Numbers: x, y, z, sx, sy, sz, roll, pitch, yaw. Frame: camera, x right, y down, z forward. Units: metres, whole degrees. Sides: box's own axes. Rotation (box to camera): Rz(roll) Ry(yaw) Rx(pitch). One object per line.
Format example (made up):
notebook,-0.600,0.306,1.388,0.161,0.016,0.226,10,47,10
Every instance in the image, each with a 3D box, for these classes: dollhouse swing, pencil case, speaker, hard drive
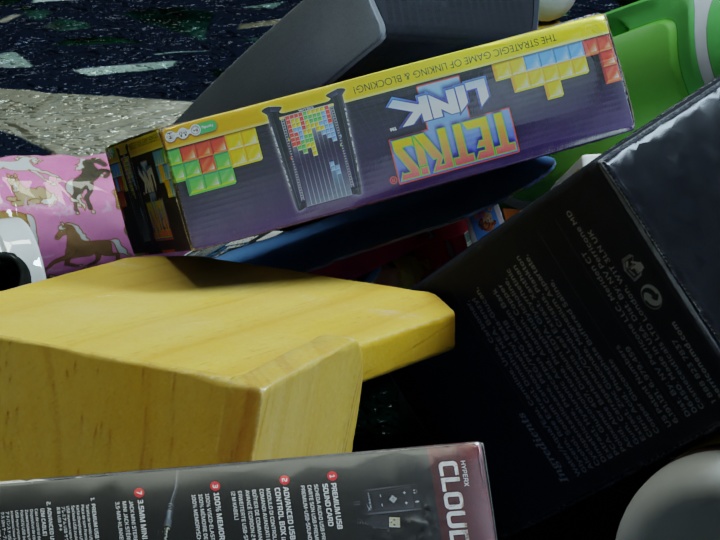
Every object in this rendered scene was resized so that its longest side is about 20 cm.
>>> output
dollhouse swing,-0.078,0.084,1.194,0.199,0.183,0.176,8,-1,32
pencil case,-0.126,-0.032,1.684,0.199,0.083,0.087,-7,39,-21
speaker,0.138,-0.088,1.517,0.088,0.089,0.200,-18,1,-44
hard drive,-0.011,-0.078,1.467,0.135,0.042,0.200,1,-29,-41

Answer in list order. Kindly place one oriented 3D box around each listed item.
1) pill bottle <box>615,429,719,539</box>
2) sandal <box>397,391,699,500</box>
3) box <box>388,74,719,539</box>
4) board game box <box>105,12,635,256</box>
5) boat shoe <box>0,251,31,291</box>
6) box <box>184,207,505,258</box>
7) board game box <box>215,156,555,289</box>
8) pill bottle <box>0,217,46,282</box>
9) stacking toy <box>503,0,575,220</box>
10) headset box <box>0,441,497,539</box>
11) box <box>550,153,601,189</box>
pill bottle,0.192,0.099,1.226,0.109,0.110,0.200,11,21,31
sandal,0.113,0.081,1.407,0.199,0.043,0.076,5,9,30
box,0.139,-0.004,1.261,0.196,0.118,0.200,-32,-3,-36
board game box,0.000,-0.056,1.315,0.199,0.057,0.165,-15,4,-12
boat shoe,-0.184,0.038,1.291,0.074,0.066,0.199,12,18,18
box,-0.029,0.008,1.550,0.158,0.046,0.200,-8,11,24
board game box,0.000,0.000,1.369,0.199,0.039,0.158,-19,8,6
pill bottle,-0.258,0.021,1.478,0.199,0.105,0.104,-8,19,-23
stacking toy,0.090,-0.088,1.658,0.145,0.201,0.146,-1,18,0
headset box,-0.030,0.143,1.009,0.199,0.149,0.077,-4,-20,-13
box,0.198,0.002,1.476,0.199,0.113,0.101,-3,-9,-7
